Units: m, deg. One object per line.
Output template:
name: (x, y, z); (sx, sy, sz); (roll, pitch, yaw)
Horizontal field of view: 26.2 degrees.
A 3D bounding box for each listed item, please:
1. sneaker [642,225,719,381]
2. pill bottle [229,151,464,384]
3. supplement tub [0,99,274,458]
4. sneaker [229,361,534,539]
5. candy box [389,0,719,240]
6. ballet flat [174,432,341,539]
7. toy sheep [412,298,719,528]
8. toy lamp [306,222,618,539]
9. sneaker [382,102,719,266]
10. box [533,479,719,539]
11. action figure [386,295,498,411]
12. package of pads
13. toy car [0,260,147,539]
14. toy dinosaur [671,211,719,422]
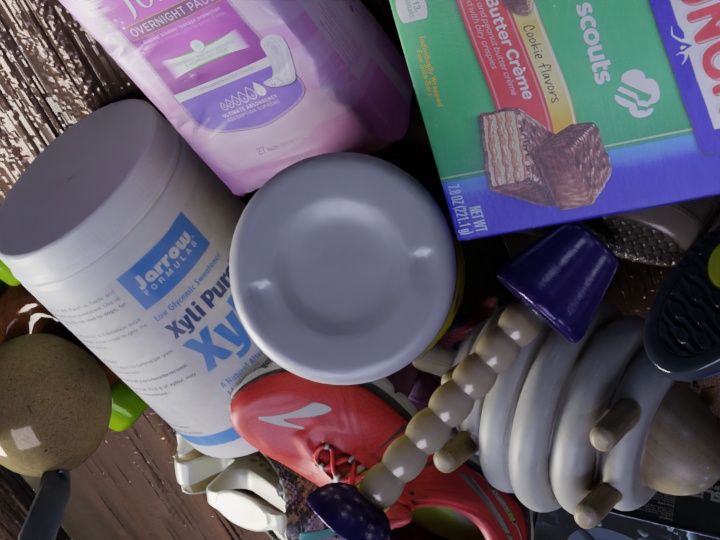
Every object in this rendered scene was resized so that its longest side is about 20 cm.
sneaker: (0.229, -0.012, 0.778); (0.200, 0.066, 0.078); (-46, 141, 3)
pill bottle: (0.000, 0.000, 0.842); (0.114, 0.115, 0.200); (14, -179, 5)
supplement tub: (-0.113, 0.009, 0.950); (0.131, 0.132, 0.200); (-16, 131, 34)
sneaker: (0.013, 0.120, 0.898); (0.199, 0.085, 0.077); (27, 121, -3)
candy box: (0.122, -0.115, 0.713); (0.199, 0.077, 0.170); (-10, 104, 28)
ballet flat: (-0.081, 0.128, 1.014); (0.200, 0.072, 0.072); (26, 155, 48)
toy sheep: (0.113, 0.076, 0.881); (0.199, 0.138, 0.138); (23, 145, 27)
toy lamp: (0.057, 0.060, 0.801); (0.058, 0.058, 0.200); (39, 92, -24)
sneaker: (0.104, -0.063, 0.843); (0.199, 0.076, 0.071); (21, 159, 27)
box: (0.212, 0.186, 1.064); (0.199, 0.086, 0.164); (13, 140, 7)
action figure: (0.034, 0.074, 1.023); (0.149, 0.134, 0.200); (54, 131, 23)
package of pads: (-0.070, -0.134, 0.813); (0.120, 0.076, 0.200); (-18, 129, 32)
toy car: (-0.216, 0.088, 1.025); (0.164, 0.201, 0.158); (36, 137, -20)
toy dinosaur: (0.218, 0.029, 0.891); (0.135, 0.086, 0.201); (5, 132, 48)
